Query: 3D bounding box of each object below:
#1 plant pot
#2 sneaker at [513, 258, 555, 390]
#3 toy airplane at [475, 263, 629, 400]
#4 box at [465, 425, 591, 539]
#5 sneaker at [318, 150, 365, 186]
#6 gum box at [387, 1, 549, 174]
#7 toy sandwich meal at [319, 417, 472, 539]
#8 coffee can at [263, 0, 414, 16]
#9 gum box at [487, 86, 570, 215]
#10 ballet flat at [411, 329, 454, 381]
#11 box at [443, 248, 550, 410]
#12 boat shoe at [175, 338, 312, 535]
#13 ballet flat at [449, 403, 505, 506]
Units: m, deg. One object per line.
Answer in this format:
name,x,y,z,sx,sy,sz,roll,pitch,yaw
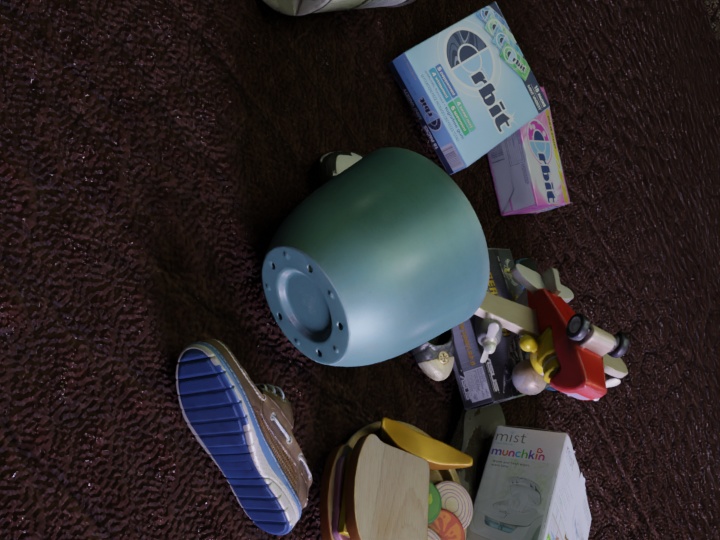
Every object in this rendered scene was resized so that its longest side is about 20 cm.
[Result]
plant pot,0.000,0.000,0.804,0.160,0.200,0.202,-30,102,-36
sneaker,0.264,0.076,1.181,0.082,0.073,0.202,-33,105,-50
toy airplane,0.229,0.085,1.006,0.199,0.142,0.199,37,19,21
box,0.210,0.321,0.987,0.177,0.096,0.201,-65,143,-38
sneaker,0.032,-0.105,0.956,0.199,0.080,0.075,6,76,-48
gum box,0.154,-0.254,1.118,0.200,0.044,0.171,-36,100,-33
toy sandwich meal,0.048,0.242,0.847,0.204,0.070,0.207,17,60,-31
coffee can,-0.016,-0.371,0.923,0.199,0.146,0.148,-28,100,-50
gum box,0.249,-0.191,1.247,0.113,0.066,0.202,-8,85,-50
ballet flat,0.086,0.034,0.983,0.066,0.057,0.202,-8,92,-37
box,0.169,0.072,1.068,0.158,0.048,0.202,-1,72,-50
boat shoe,-0.101,0.140,0.737,0.072,0.072,0.201,-49,126,-50
ballet flat,0.132,0.229,1.007,0.067,0.046,0.200,40,42,-8
